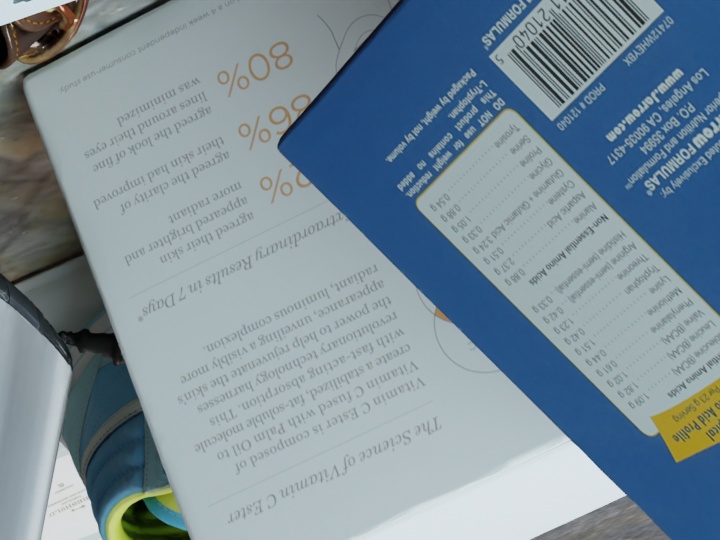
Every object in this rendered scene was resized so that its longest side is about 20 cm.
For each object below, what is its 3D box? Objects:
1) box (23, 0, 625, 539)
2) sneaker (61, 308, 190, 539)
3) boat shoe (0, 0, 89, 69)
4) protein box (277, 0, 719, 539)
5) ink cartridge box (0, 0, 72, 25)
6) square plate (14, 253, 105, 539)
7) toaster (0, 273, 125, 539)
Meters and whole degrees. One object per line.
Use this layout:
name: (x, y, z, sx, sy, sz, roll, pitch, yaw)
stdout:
box: (0.000, 0.000, 0.879, 0.152, 0.200, 0.106, -25, 162, 11)
sneaker: (-0.036, 0.033, 0.981, 0.080, 0.131, 0.200, 25, 115, -32)
boat shoe: (-0.107, -0.083, 0.683, 0.200, 0.070, 0.070, -15, 159, -27)
protein box: (0.126, -0.044, 0.672, 0.135, 0.200, 0.199, -46, 180, -42)
ink cartridge box: (-0.050, -0.123, 0.570, 0.200, 0.084, 0.176, -23, 151, -26)
square plate: (-0.128, 0.090, 1.100, 0.200, 0.028, 0.198, -23, 130, 2)
toaster: (-0.188, 0.047, 0.814, 0.200, 0.119, 0.181, 4, 166, 10)
